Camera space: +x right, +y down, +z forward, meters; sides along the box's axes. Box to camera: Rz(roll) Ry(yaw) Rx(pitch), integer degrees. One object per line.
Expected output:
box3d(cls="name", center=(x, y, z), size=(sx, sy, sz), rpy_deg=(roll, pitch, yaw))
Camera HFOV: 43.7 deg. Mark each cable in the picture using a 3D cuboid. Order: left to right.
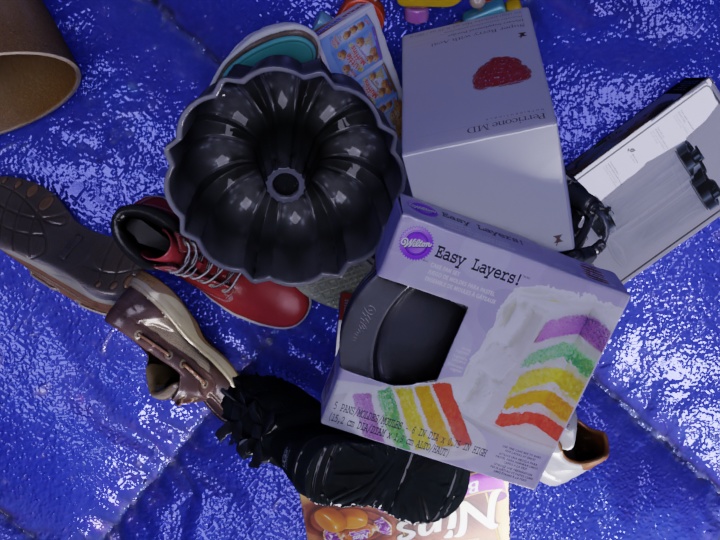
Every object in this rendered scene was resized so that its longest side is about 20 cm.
box3d(cls="cable", center=(0.110, -0.029, 0.800), size=(0.199, 0.164, 0.051), rpy_deg=(-33, 139, 4))

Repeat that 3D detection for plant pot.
box3d(cls="plant pot", center=(-0.365, -0.236, 0.774), size=(0.184, 0.186, 0.203), rpy_deg=(-21, 87, 4))

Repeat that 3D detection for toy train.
box3d(cls="toy train", center=(0.062, -0.223, 0.834), size=(0.198, 0.056, 0.151), rpy_deg=(23, 127, -15))

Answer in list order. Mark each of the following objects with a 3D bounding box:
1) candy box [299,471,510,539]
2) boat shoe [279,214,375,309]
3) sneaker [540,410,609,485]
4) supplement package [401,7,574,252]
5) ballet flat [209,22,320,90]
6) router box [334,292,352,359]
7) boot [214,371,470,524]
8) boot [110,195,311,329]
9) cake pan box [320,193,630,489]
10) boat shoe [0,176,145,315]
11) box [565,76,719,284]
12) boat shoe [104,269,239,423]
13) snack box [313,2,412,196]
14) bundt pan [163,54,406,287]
box3d(cls="candy box", center=(0.045, 0.222, 0.865), size=(0.196, 0.057, 0.118), rpy_deg=(-3, 121, 5))
box3d(cls="boat shoe", center=(0.000, 0.000, 0.866), size=(0.197, 0.063, 0.075), rpy_deg=(24, 119, -9))
box3d(cls="sneaker", center=(0.137, 0.123, 0.786), size=(0.198, 0.074, 0.084), rpy_deg=(27, 142, -25))
box3d(cls="supplement package", center=(0.103, -0.113, 0.754), size=(0.119, 0.202, 0.121), rpy_deg=(-10, 129, 10))
box3d(cls="ballet flat", center=(-0.104, -0.164, 0.798), size=(0.069, 0.070, 0.200), rpy_deg=(42, 131, -7))
box3d(cls="router box", center=(0.059, 0.126, 0.869), size=(0.176, 0.049, 0.203), rpy_deg=(4, 120, -1))
box3d(cls="boot", center=(-0.020, 0.151, 0.785), size=(0.196, 0.162, 0.075), rpy_deg=(15, 94, -36))
box3d(cls="boot", center=(-0.134, 0.001, 0.825), size=(0.198, 0.144, 0.073), rpy_deg=(31, 93, -8))
box3d(cls="cake pan box", center=(0.081, 0.058, 0.698), size=(0.197, 0.052, 0.186), rpy_deg=(20, 107, -9))
box3d(cls="boat shoe", center=(-0.291, -0.016, 0.855), size=(0.199, 0.072, 0.076), rpy_deg=(34, 59, 12))
box3d(cls="box", center=(0.269, -0.077, 0.855), size=(0.199, 0.060, 0.117), rpy_deg=(-37, 99, 7))
box3d(cls="boat shoe", center=(-0.173, 0.090, 0.841), size=(0.072, 0.072, 0.201), rpy_deg=(-50, 140, -24))
box3d(cls="snack box", center=(0.013, -0.132, 0.815), size=(0.072, 0.024, 0.202), rpy_deg=(-38, 122, -27))
box3d(cls="bundt pan", center=(-0.062, -0.090, 0.752), size=(0.198, 0.076, 0.204), rpy_deg=(-2, 125, -2))
